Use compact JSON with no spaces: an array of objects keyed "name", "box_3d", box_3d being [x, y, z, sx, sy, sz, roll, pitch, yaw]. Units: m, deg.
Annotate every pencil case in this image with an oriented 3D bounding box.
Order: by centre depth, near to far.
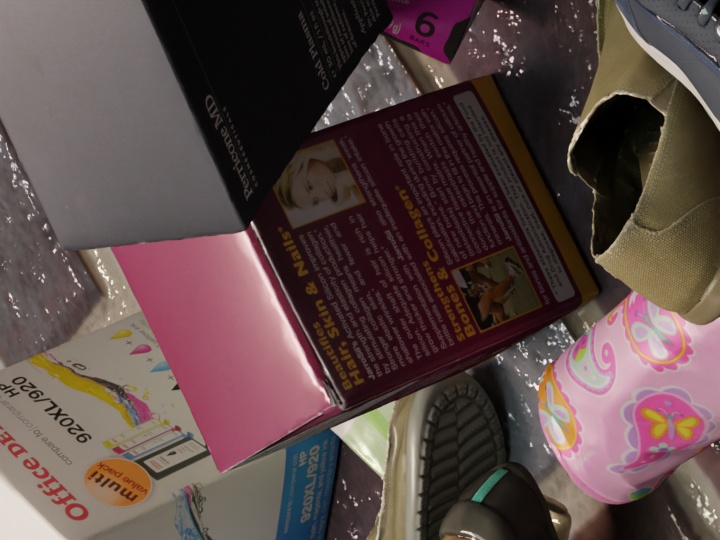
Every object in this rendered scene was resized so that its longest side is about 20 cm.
[{"name":"pencil case","box_3d":[0.160,0.034,1.387,0.088,0.087,0.200,59,143,12]}]

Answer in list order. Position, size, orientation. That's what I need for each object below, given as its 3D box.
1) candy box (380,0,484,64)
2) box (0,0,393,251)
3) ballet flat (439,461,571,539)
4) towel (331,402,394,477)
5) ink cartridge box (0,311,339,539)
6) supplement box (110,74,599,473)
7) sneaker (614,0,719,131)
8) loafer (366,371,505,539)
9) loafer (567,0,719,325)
[{"name":"candy box","box_3d":[0.019,-0.209,1.406,0.136,0.061,0.201,24,132,2]},{"name":"box","box_3d":[-0.093,-0.144,1.345,0.104,0.182,0.201,-6,121,29]},{"name":"ballet flat","box_3d":[0.100,0.163,1.529,0.068,0.069,0.200,15,153,29]},{"name":"towel","box_3d":[-0.027,0.010,1.658,0.200,0.031,0.150,43,138,29]},{"name":"ink cartridge box","box_3d":[-0.138,0.134,1.718,0.147,0.199,0.145,39,135,33]},{"name":"supplement box","box_3d":[0.000,0.000,1.468,0.103,0.199,0.131,-31,82,45]},{"name":"sneaker","box_3d":[0.146,-0.118,1.205,0.202,0.077,0.146,42,171,43]},{"name":"loafer","box_3d":[0.030,0.138,1.612,0.069,0.075,0.201,25,127,37]},{"name":"loafer","box_3d":[0.130,-0.071,1.322,0.076,0.067,0.201,-48,37,41]}]
